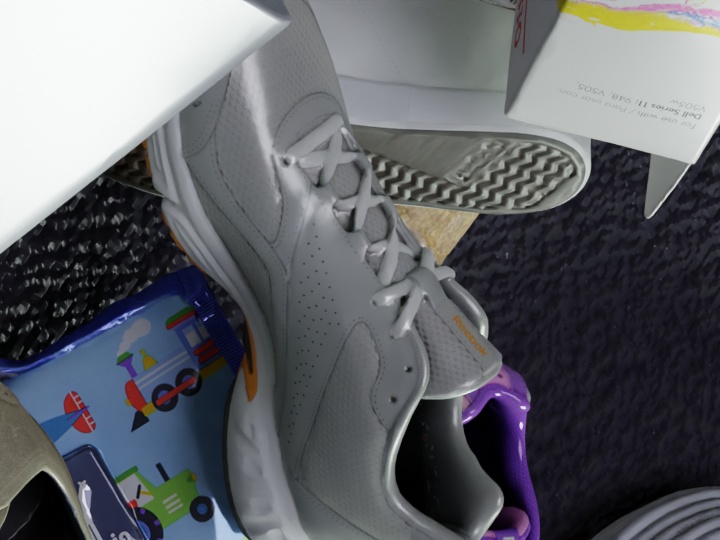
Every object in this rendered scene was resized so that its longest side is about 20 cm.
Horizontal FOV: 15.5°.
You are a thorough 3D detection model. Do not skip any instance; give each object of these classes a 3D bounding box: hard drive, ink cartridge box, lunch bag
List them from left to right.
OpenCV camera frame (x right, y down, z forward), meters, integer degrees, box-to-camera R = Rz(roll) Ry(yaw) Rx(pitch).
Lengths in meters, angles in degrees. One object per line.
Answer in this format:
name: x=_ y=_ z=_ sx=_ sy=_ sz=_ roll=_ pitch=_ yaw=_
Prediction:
hard drive: x=-0.133 y=-0.038 z=0.728 sx=0.200 sy=0.026 sz=0.132 roll=-37 pitch=148 yaw=18
lunch bag: x=-0.079 y=0.104 z=0.886 sx=0.151 sy=0.094 sz=0.200 roll=-32 pitch=107 yaw=-6
ink cartridge box: x=0.095 y=-0.115 z=0.814 sx=0.067 sy=0.200 sz=0.117 roll=14 pitch=58 yaw=-6

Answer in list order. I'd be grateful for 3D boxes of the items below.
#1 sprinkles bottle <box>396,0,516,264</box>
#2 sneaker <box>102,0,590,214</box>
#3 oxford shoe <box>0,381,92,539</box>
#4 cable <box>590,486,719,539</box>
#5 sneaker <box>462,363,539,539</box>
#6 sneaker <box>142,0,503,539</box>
sprinkles bottle: x=0.041 y=-0.069 z=0.957 sx=0.200 sy=0.068 sz=0.068 roll=-52 pitch=129 yaw=-15
sneaker: x=-0.023 y=-0.071 z=0.887 sx=0.200 sy=0.073 sz=0.085 roll=7 pitch=57 yaw=-10
oxford shoe: x=-0.129 y=0.043 z=0.741 sx=0.070 sy=0.075 sz=0.200 roll=-50 pitch=149 yaw=-1
cable: x=0.139 y=0.190 z=1.114 sx=0.200 sy=0.069 sz=0.200 roll=-49 pitch=128 yaw=-18
sneaker: x=0.025 y=0.109 z=0.984 sx=0.080 sy=0.088 sz=0.200 roll=-10 pitch=110 yaw=-39
sneaker: x=0.000 y=0.000 z=0.800 sx=0.076 sy=0.092 sz=0.200 roll=-35 pitch=120 yaw=-42
